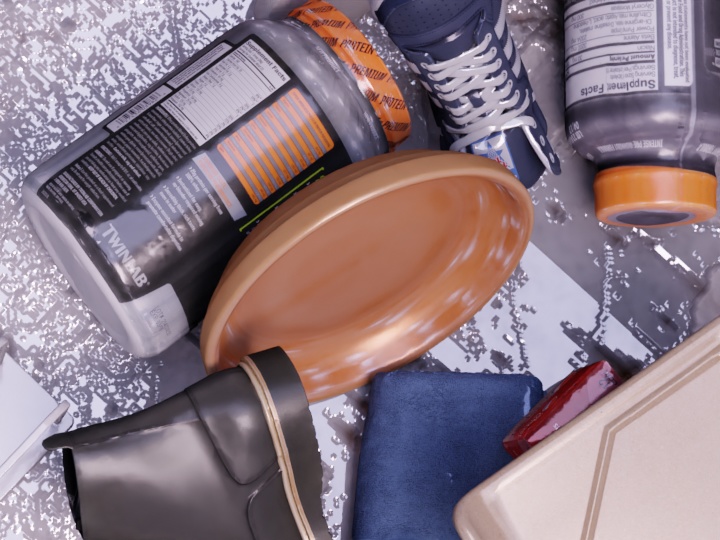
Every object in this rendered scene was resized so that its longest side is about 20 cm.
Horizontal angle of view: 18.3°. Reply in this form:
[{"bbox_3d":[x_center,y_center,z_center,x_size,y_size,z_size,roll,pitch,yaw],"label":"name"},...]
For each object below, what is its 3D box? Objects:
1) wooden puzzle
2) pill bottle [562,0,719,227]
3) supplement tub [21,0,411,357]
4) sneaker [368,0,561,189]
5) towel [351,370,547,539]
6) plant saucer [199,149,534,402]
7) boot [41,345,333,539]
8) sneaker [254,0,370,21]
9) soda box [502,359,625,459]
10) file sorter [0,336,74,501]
[{"bbox_3d":[0.171,0.146,1.150,0.199,0.037,0.186,-33,89,-13],"label":"wooden puzzle"},{"bbox_3d":[0.170,-0.128,1.300,0.105,0.106,0.202,2,81,-10],"label":"pill bottle"},{"bbox_3d":[-0.077,-0.055,1.235,0.199,0.123,0.123,-36,89,-14],"label":"supplement tub"},{"bbox_3d":[0.060,-0.101,1.224,0.070,0.200,0.109,-18,75,9],"label":"sneaker"},{"bbox_3d":[0.049,0.158,1.256,0.111,0.049,0.202,4,81,10],"label":"towel"},{"bbox_3d":[0.000,0.000,1.212,0.199,0.201,0.038,-23,62,-13],"label":"plant saucer"},{"bbox_3d":[-0.086,0.151,1.200,0.137,0.077,0.202,-17,109,-15],"label":"boot"},{"bbox_3d":[-0.008,-0.214,1.253,0.075,0.200,0.089,-5,59,-34],"label":"sneaker"},{"bbox_3d":[0.167,0.143,1.200,0.063,0.070,0.200,-43,90,-10],"label":"soda box"},{"bbox_3d":[-0.267,0.055,1.183,0.200,0.125,0.139,44,76,-1],"label":"file sorter"}]
